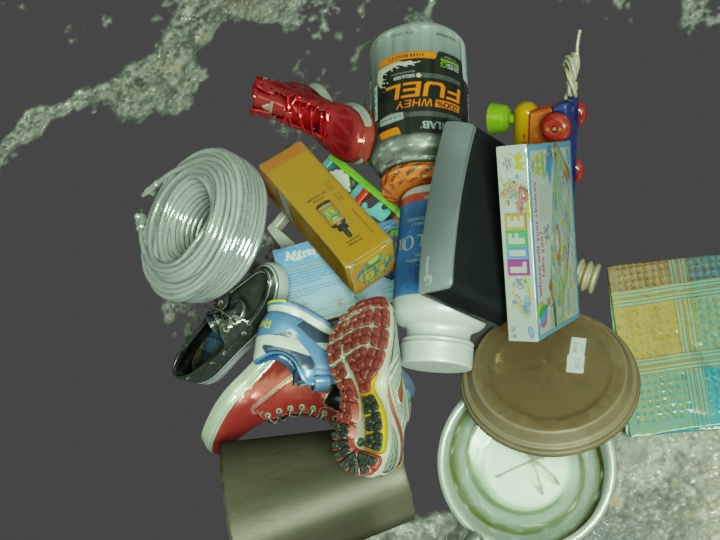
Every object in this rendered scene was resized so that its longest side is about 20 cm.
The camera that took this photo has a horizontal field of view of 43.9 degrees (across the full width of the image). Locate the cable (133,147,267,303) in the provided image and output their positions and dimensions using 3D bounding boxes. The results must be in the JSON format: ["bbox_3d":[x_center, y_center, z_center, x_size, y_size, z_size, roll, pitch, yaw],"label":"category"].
[{"bbox_3d":[-0.198,-0.053,1.114,0.200,0.069,0.201,-32,52,32],"label":"cable"}]

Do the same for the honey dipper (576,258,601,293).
[{"bbox_3d":[0.187,-0.019,1.078,0.199,0.038,0.038,18,84,17],"label":"honey dipper"}]

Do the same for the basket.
[{"bbox_3d":[-0.047,0.250,1.019,0.199,0.136,0.181,-14,37,-4],"label":"basket"}]

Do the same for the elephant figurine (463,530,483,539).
[{"bbox_3d":[0.156,0.419,0.966,0.199,0.155,0.142,30,44,7],"label":"elephant figurine"}]

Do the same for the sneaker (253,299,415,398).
[{"bbox_3d":[-0.033,0.111,1.031,0.199,0.074,0.082,27,66,2],"label":"sneaker"}]

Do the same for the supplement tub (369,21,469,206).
[{"bbox_3d":[0.071,-0.185,1.084,0.122,0.123,0.201,-5,71,12],"label":"supplement tub"}]

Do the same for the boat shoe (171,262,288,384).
[{"bbox_3d":[-0.165,0.067,1.093,0.200,0.066,0.070,-46,62,26],"label":"boat shoe"}]

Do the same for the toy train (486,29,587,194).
[{"bbox_3d":[0.200,-0.182,1.050,0.115,0.085,0.201,9,116,27],"label":"toy train"}]

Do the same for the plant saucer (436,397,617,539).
[{"bbox_3d":[0.189,0.220,1.021,0.199,0.050,0.201,-3,76,13],"label":"plant saucer"}]

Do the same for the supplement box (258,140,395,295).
[{"bbox_3d":[-0.041,-0.065,1.072,0.066,0.069,0.200,-32,56,-14],"label":"supplement box"}]

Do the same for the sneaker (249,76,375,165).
[{"bbox_3d":[-0.071,-0.183,1.092,0.200,0.115,0.079,37,120,53],"label":"sneaker"}]

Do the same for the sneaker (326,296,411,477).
[{"bbox_3d":[0.012,0.125,0.970,0.078,0.082,0.201,-9,66,29],"label":"sneaker"}]

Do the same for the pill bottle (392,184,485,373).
[{"bbox_3d":[0.094,0.012,1.023,0.112,0.112,0.201,1,75,13],"label":"pill bottle"}]

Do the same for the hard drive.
[{"bbox_3d":[0.131,-0.052,0.965,0.042,0.135,0.201,-12,61,49],"label":"hard drive"}]

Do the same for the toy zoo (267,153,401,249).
[{"bbox_3d":[-0.028,-0.064,1.145,0.131,0.020,0.200,40,90,17],"label":"toy zoo"}]

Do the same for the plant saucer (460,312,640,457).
[{"bbox_3d":[0.210,0.115,1.000,0.199,0.030,0.201,-7,46,7],"label":"plant saucer"}]

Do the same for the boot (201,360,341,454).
[{"bbox_3d":[-0.087,0.174,1.088,0.144,0.072,0.200,41,87,16],"label":"boot"}]

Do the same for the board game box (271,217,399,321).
[{"bbox_3d":[0.000,0.000,1.095,0.199,0.019,0.103,-14,79,-3],"label":"board game box"}]

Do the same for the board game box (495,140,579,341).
[{"bbox_3d":[0.193,-0.036,0.958,0.034,0.134,0.201,0,98,32],"label":"board game box"}]

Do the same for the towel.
[{"bbox_3d":[0.365,0.085,1.025,0.146,0.022,0.201,-6,76,11],"label":"towel"}]
